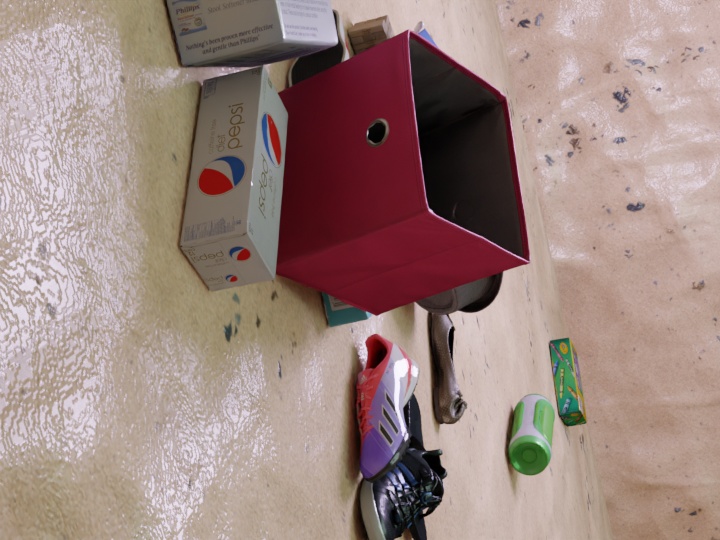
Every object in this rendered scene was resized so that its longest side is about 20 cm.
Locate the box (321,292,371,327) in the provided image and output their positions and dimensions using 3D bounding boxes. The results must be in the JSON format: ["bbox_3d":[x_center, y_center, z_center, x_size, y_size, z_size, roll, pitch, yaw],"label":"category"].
[{"bbox_3d":[0.000,0.000,1.436,0.200,0.049,0.083,-44,122,-72],"label":"box"}]

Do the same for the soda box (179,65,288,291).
[{"bbox_3d":[-0.108,-0.084,1.078,0.068,0.063,0.202,62,23,-48],"label":"soda box"}]

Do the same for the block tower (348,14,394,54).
[{"bbox_3d":[0.039,-0.269,1.761,0.058,0.053,0.202,-80,154,-55],"label":"block tower"}]

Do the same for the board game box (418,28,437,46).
[{"bbox_3d":[0.070,-0.229,1.654,0.135,0.045,0.200,53,41,-8],"label":"board game box"}]

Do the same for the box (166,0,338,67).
[{"bbox_3d":[-0.111,-0.299,1.140,0.184,0.104,0.203,-32,111,-73],"label":"box"}]

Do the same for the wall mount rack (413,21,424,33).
[{"bbox_3d":[0.087,-0.278,1.889,0.174,0.074,0.202,57,25,-61],"label":"wall mount rack"}]

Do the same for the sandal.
[{"bbox_3d":[0.077,0.245,1.544,0.075,0.047,0.203,56,27,-55],"label":"sandal"}]

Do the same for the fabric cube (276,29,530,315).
[{"bbox_3d":[0.031,-0.092,1.244,0.199,0.198,0.199,22,57,-50],"label":"fabric cube"}]

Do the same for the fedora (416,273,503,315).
[{"bbox_3d":[0.111,-0.019,1.713,0.090,0.175,0.202,-35,123,-42],"label":"fedora"}]

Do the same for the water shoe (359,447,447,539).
[{"bbox_3d":[0.053,0.250,1.394,0.200,0.078,0.072,-56,132,-69],"label":"water shoe"}]

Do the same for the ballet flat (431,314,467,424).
[{"bbox_3d":[0.134,0.138,1.829,0.068,0.046,0.202,61,23,-50],"label":"ballet flat"}]

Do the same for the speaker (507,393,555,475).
[{"bbox_3d":[0.330,0.313,2.347,0.200,0.087,0.089,-61,138,-67],"label":"speaker"}]

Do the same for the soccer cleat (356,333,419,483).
[{"bbox_3d":[0.019,0.156,1.396,0.073,0.068,0.201,45,33,-21],"label":"soccer cleat"}]

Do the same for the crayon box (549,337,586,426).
[{"bbox_3d":[0.539,0.290,3.166,0.119,0.058,0.202,50,32,-61],"label":"crayon box"}]

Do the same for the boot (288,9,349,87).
[{"bbox_3d":[-0.029,-0.200,1.442,0.201,0.072,0.145,-87,161,-52],"label":"boot"}]
